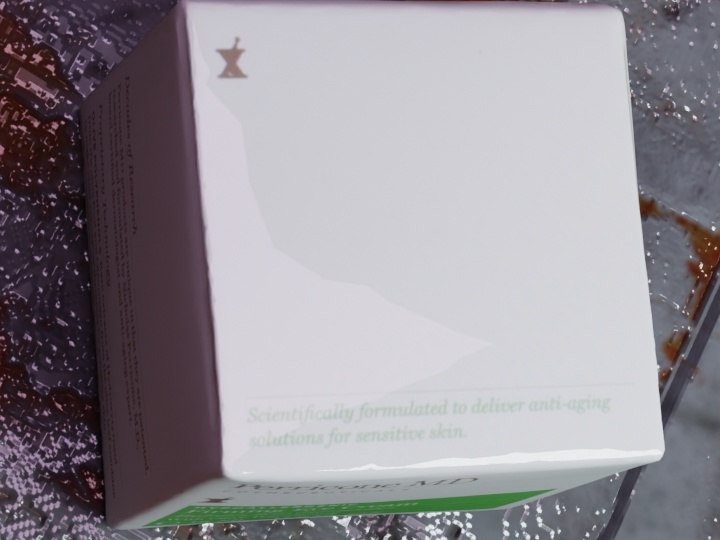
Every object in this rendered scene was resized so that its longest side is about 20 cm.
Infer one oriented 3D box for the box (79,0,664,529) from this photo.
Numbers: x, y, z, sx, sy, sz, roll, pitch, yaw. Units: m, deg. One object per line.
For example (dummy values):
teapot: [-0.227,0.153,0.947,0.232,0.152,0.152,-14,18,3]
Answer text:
box: [0.000,0.000,1.216,0.199,0.171,0.200,-1,77,-21]
